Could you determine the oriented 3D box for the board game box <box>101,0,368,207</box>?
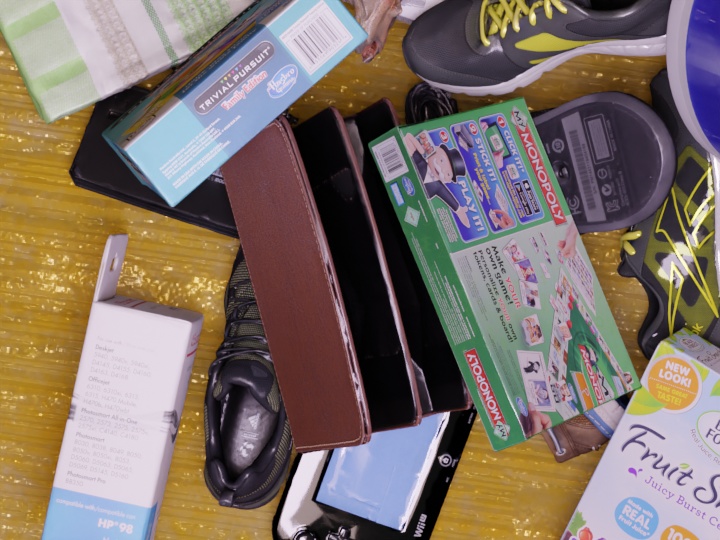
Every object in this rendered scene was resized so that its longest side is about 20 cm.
[{"bbox_3d":[-0.082,-0.112,1.383,0.151,0.200,0.047,-41,101,-4],"label":"board game box"}]

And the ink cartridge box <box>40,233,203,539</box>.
[{"bbox_3d":[-0.148,0.081,1.465,0.066,0.116,0.201,13,92,0],"label":"ink cartridge box"}]

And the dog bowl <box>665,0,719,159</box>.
[{"bbox_3d":[0.287,-0.147,1.380,0.199,0.079,0.201,-13,116,-28],"label":"dog bowl"}]

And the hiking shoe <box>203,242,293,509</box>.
[{"bbox_3d":[-0.059,0.058,1.469,0.075,0.101,0.201,8,86,-1],"label":"hiking shoe"}]

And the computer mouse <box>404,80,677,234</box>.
[{"bbox_3d":[0.126,-0.069,1.465,0.199,0.053,0.139,-7,95,38],"label":"computer mouse"}]

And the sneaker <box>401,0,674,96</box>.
[{"bbox_3d":[0.118,-0.168,1.410,0.199,0.085,0.075,-13,69,13],"label":"sneaker"}]

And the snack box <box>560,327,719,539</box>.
[{"bbox_3d":[0.216,0.159,1.449,0.142,0.053,0.201,32,112,18],"label":"snack box"}]

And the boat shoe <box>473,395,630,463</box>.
[{"bbox_3d":[0.097,0.056,1.463,0.072,0.072,0.200,-40,114,10],"label":"boat shoe"}]

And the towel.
[{"bbox_3d":[-0.148,-0.201,1.492,0.199,0.031,0.150,-25,89,-6],"label":"towel"}]

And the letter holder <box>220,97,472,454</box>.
[{"bbox_3d":[0.000,0.000,1.379,0.100,0.142,0.201,-15,88,-19],"label":"letter holder"}]

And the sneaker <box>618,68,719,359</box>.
[{"bbox_3d":[0.206,-0.031,1.477,0.084,0.074,0.201,-11,92,0],"label":"sneaker"}]

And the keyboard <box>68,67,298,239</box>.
[{"bbox_3d":[-0.085,-0.072,1.496,0.199,0.040,0.105,19,78,10],"label":"keyboard"}]

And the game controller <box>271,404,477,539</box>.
[{"bbox_3d":[0.017,0.111,1.504,0.104,0.042,0.201,21,92,-1],"label":"game controller"}]

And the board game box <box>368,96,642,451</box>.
[{"bbox_3d":[0.091,-0.001,1.388,0.029,0.134,0.201,-25,84,39],"label":"board game box"}]

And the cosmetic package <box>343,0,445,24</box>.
[{"bbox_3d":[0.059,-0.260,1.490,0.082,0.051,0.201,19,91,-2],"label":"cosmetic package"}]

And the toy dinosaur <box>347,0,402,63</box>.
[{"bbox_3d":[0.045,-0.228,1.394,0.200,0.135,0.086,-37,74,13],"label":"toy dinosaur"}]
